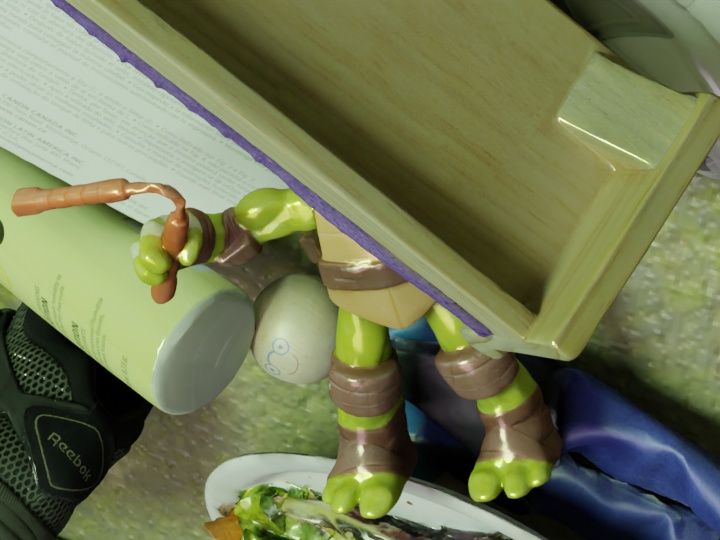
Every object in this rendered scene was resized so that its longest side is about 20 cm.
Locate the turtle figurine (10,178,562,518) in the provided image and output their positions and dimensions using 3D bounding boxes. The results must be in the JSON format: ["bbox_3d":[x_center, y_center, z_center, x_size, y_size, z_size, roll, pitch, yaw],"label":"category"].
[{"bbox_3d":[0.000,0.000,0.783,0.199,0.064,0.162,-13,118,3],"label":"turtle figurine"}]

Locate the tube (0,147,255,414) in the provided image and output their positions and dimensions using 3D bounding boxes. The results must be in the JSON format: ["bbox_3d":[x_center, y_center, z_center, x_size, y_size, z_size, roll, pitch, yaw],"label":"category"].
[{"bbox_3d":[-0.125,-0.016,0.890,0.200,0.052,0.058,34,110,30],"label":"tube"}]

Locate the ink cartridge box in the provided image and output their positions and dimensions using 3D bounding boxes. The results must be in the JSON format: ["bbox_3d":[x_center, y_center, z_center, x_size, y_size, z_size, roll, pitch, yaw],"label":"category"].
[{"bbox_3d":[-0.055,-0.094,0.770,0.162,0.050,0.200,29,137,-27],"label":"ink cartridge box"}]

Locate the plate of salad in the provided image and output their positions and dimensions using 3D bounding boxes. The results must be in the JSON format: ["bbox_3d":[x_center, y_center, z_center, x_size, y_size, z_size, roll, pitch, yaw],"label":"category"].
[{"bbox_3d":[0.027,0.131,0.909,0.199,0.048,0.200,22,153,12],"label":"plate of salad"}]

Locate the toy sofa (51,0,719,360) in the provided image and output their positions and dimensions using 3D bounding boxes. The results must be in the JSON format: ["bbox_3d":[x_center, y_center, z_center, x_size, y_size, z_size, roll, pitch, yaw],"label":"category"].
[{"bbox_3d":[-0.012,-0.064,0.636,0.200,0.083,0.098,37,168,-19],"label":"toy sofa"}]

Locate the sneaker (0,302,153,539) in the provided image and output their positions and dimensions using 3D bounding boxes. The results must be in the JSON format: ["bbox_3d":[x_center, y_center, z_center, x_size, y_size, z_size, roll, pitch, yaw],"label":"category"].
[{"bbox_3d":[-0.145,0.053,0.975,0.076,0.114,0.199,52,162,-22],"label":"sneaker"}]

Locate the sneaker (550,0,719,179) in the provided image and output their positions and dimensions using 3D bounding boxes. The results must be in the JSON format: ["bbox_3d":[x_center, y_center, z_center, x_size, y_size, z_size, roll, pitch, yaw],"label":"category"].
[{"bbox_3d":[0.063,-0.116,0.679,0.200,0.100,0.078,40,169,-33],"label":"sneaker"}]

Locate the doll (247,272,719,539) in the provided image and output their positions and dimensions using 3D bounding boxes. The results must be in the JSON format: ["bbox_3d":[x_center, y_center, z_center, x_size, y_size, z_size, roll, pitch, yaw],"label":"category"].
[{"bbox_3d":[0.052,0.051,0.859,0.199,0.049,0.137,26,142,10],"label":"doll"}]
